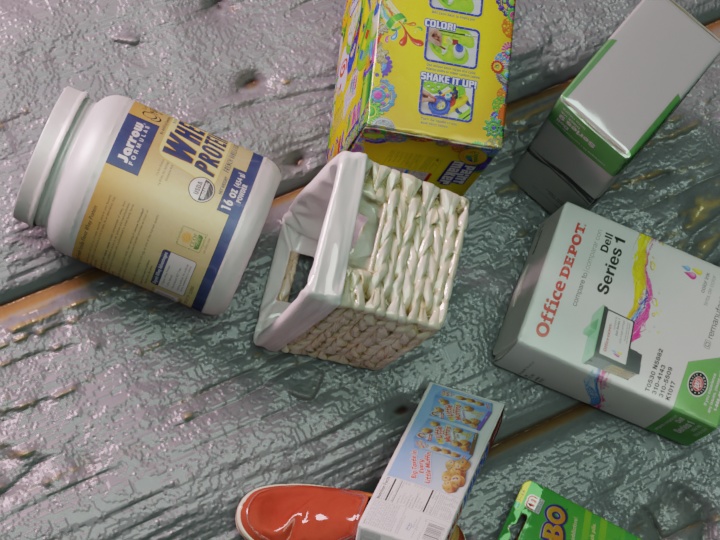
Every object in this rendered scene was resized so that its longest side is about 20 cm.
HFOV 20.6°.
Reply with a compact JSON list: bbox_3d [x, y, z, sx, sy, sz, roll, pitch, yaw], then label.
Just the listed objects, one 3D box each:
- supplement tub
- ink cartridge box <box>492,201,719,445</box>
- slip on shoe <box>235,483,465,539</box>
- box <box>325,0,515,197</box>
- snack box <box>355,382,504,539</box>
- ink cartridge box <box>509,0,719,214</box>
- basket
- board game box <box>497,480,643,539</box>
[{"bbox_3d":[-0.182,-0.062,1.687,0.199,0.144,0.145,23,71,-5],"label":"supplement tub"},{"bbox_3d":[0.239,0.048,1.777,0.199,0.084,0.146,23,71,-4],"label":"ink cartridge box"},{"bbox_3d":[-0.008,0.214,1.677,0.198,0.061,0.075,9,59,7],"label":"slip on shoe"},{"bbox_3d":[0.050,-0.174,1.737,0.121,0.200,0.194,9,74,-9],"label":"box"},{"bbox_3d":[0.062,0.169,1.675,0.071,0.024,0.200,16,38,12],"label":"snack box"},{"bbox_3d":[0.224,-0.139,1.766,0.084,0.200,0.146,40,71,4],"label":"ink cartridge box"},{"bbox_3d":[0.000,0.000,1.683,0.123,0.200,0.137,17,72,-11],"label":"basket"},{"bbox_3d":[0.211,0.271,1.741,0.199,0.030,0.096,29,70,-6],"label":"board game box"}]
